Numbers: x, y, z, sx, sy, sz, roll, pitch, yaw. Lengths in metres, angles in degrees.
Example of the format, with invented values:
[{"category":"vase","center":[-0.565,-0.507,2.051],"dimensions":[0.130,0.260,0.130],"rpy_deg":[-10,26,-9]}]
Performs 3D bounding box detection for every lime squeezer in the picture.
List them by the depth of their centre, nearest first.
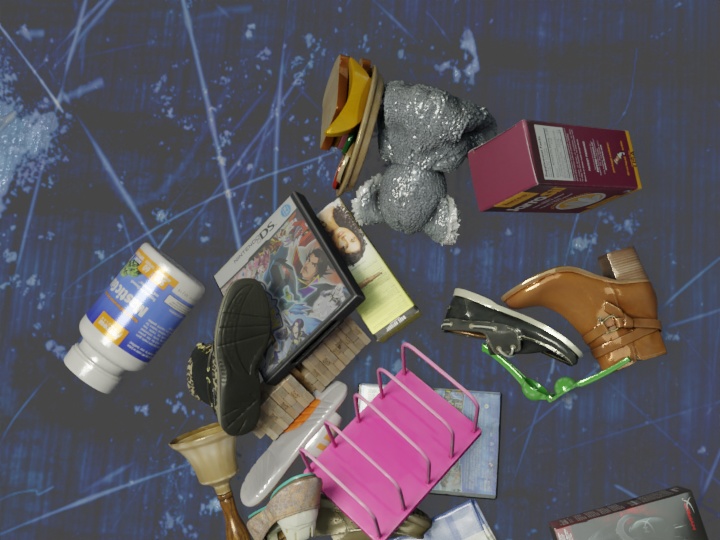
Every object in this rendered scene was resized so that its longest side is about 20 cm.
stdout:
[{"category":"lime squeezer","center":[0.259,0.142,1.167],"dimensions":[0.199,0.038,0.071],"rpy_deg":[2,78,28]}]

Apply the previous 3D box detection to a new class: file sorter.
[{"category":"file sorter","center":[0.038,0.212,1.098],"dimensions":[0.139,0.126,0.200],"rpy_deg":[38,70,24]}]

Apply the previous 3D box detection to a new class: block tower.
[{"category":"block tower","center":[-0.079,0.142,1.197],"dimensions":[0.200,0.058,0.054],"rpy_deg":[-45,116,-4]}]

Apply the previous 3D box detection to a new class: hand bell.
[{"category":"hand bell","center":[-0.182,0.314,1.192],"dimensions":[0.104,0.104,0.201],"rpy_deg":[-17,91,4]}]

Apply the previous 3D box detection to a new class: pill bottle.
[{"category":"pill bottle","center":[-0.321,0.070,1.226],"dimensions":[0.112,0.112,0.200],"rpy_deg":[37,86,12]}]

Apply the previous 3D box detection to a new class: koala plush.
[{"category":"koala plush","center":[0.078,-0.142,1.193],"dimensions":[0.177,0.184,0.201],"rpy_deg":[18,94,10]}]

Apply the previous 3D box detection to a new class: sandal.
[{"category":"sandal","center":[-0.081,0.241,1.186],"dimensions":[0.059,0.079,0.207],"rpy_deg":[45,76,-27]}]

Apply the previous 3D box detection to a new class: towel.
[{"category":"towel","center":[0.133,0.422,1.151],"dimensions":[0.147,0.024,0.201],"rpy_deg":[-27,76,4]}]

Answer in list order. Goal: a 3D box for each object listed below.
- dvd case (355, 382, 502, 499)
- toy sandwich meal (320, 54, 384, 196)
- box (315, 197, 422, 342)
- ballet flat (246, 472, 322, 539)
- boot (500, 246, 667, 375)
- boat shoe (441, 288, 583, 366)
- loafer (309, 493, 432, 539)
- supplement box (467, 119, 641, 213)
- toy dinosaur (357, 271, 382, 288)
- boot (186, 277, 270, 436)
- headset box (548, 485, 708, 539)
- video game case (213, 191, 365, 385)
[{"category":"dvd case","center":[0.090,0.232,1.192],"dimensions":[0.199,0.018,0.143],"rpy_deg":[3,81,7]},{"category":"toy sandwich meal","center":[-0.022,-0.202,1.197],"dimensions":[0.070,0.205,0.206],"rpy_deg":[15,82,-7]},{"category":"box","center":[0.000,0.000,1.227],"dimensions":[0.075,0.050,0.200],"rpy_deg":[-37,78,3]},{"category":"ballet flat","center":[-0.088,0.315,1.103],"dimensions":[0.068,0.200,0.067],"rpy_deg":[-8,64,-27]},{"category":"boot","center":[0.302,0.067,1.174],"dimensions":[0.199,0.077,0.156],"rpy_deg":[-15,82,-3]},{"category":"boat shoe","center":[0.199,0.089,1.159],"dimensions":[0.200,0.072,0.068],"rpy_deg":[22,78,33]},{"category":"loafer","center":[-0.003,0.338,1.160],"dimensions":[0.199,0.076,0.068],"rpy_deg":[3,81,18]},{"category":"supplement box","center":[0.254,-0.131,1.136],"dimensions":[0.199,0.110,0.086],"rpy_deg":[-2,76,-35]},{"category":"toy dinosaur","center":[-0.075,0.036,1.201],"dimensions":[0.199,0.060,0.107],"rpy_deg":[14,104,29]},{"category":"boot","center":[-0.184,0.102,1.166],"dimensions":[0.073,0.154,0.204],"rpy_deg":[0,98,-29]},{"category":"headset box","center":[0.339,0.375,1.105],"dimensions":[0.199,0.077,0.149],"rpy_deg":[-16,79,3]},{"category":"video game case","center":[-0.103,0.022,1.184],"dimensions":[0.181,0.025,0.200],"rpy_deg":[-44,55,18]}]
